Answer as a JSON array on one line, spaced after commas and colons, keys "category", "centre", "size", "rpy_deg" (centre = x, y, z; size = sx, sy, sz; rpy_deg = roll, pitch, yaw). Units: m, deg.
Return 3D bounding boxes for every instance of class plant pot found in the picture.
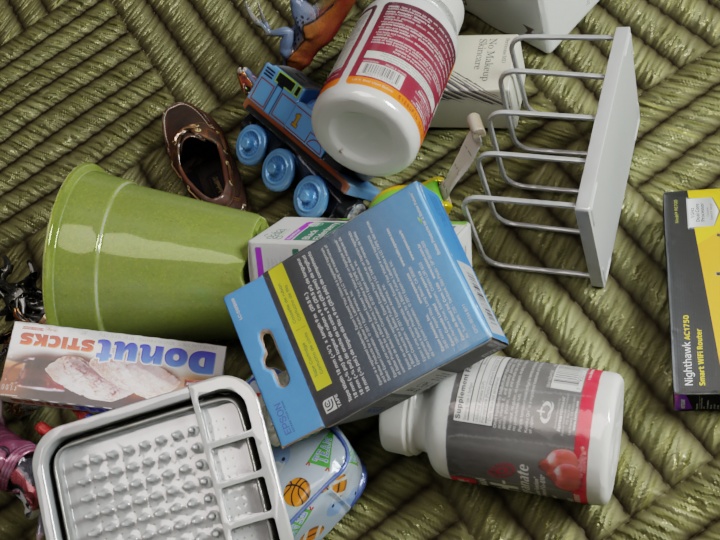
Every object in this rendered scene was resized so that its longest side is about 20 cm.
[{"category": "plant pot", "centre": [-0.191, -0.002, 0.980], "size": [0.187, 0.201, 0.202], "rpy_deg": [4, 63, 7]}]

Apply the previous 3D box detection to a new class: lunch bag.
[{"category": "lunch bag", "centre": [-0.099, 0.194, 0.895], "size": [0.200, 0.076, 0.160], "rpy_deg": [-44, 56, -8]}]

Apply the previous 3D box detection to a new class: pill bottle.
[{"category": "pill bottle", "centre": [0.034, -0.200, 0.959], "size": [0.108, 0.110, 0.201], "rpy_deg": [9, 54, 21]}, {"category": "pill bottle", "centre": [0.121, 0.130, 0.837], "size": [0.198, 0.111, 0.112], "rpy_deg": [6, 64, 21]}]

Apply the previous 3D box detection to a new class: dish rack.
[{"category": "dish rack", "centre": [-0.162, 0.193, 0.809], "size": [0.198, 0.044, 0.174], "rpy_deg": [-16, 79, 0]}]

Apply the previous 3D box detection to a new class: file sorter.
[{"category": "file sorter", "centre": [0.188, -0.112, 0.936], "size": [0.123, 0.139, 0.202], "rpy_deg": [8, 64, 24]}]

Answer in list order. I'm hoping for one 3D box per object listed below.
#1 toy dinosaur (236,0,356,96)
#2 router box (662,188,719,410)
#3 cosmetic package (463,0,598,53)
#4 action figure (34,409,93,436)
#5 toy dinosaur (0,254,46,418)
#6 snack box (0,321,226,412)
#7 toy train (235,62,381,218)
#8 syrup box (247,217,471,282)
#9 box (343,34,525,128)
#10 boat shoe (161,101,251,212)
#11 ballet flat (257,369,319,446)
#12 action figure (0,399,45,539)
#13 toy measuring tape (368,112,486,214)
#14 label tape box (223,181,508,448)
[{"category": "toy dinosaur", "centre": [-0.072, -0.264, 1.096], "size": [0.200, 0.104, 0.183], "rpy_deg": [41, 120, 48]}, {"category": "router box", "centre": [0.349, 0.023, 0.859], "size": [0.147, 0.051, 0.202], "rpy_deg": [-4, 61, 17]}, {"category": "cosmetic package", "centre": [0.198, -0.388, 1.068], "size": [0.164, 0.165, 0.200], "rpy_deg": [36, 77, 31]}, {"category": "action figure", "centre": [-0.213, 0.183, 0.878], "size": [0.199, 0.052, 0.066], "rpy_deg": [34, 82, 31]}, {"category": "toy dinosaur", "centre": [-0.338, 0.053, 1.043], "size": [0.135, 0.102, 0.201], "rpy_deg": [27, 67, 17]}, {"category": "snack box", "centre": [-0.226, 0.095, 0.896], "size": [0.197, 0.024, 0.073], "rpy_deg": [7, 67, -3]}, {"category": "toy train", "centre": [-0.052, -0.131, 1.035], "size": [0.200, 0.086, 0.115], "rpy_deg": [42, 110, 32]}, {"category": "syrup box", "centre": [0.000, 0.000, 0.909], "size": [0.198, 0.082, 0.079], "rpy_deg": [4, 20, 22]}, {"category": "box", "centre": [0.076, -0.207, 1.063], "size": [0.197, 0.069, 0.083], "rpy_deg": [2, 61, 19]}, {"category": "boat shoe", "centre": [-0.180, -0.131, 1.103], "size": [0.070, 0.070, 0.201], "rpy_deg": [-33, 56, -2]}, {"category": "ballet flat", "centre": [-0.019, 0.088, 0.878], "size": [0.199, 0.072, 0.072], "rpy_deg": [-25, 49, -39]}, {"category": "action figure", "centre": [-0.345, 0.177, 0.943], "size": [0.198, 0.134, 0.150], "rpy_deg": [13, 77, 38]}, {"category": "toy measuring tape", "centre": [0.052, -0.073, 0.932], "size": [0.073, 0.201, 0.074], "rpy_deg": [12, 48, -14]}, {"category": "label tape box", "centre": [0.002, 0.041, 0.813], "size": [0.199, 0.063, 0.145], "rpy_deg": [-29, 72, 16]}]
